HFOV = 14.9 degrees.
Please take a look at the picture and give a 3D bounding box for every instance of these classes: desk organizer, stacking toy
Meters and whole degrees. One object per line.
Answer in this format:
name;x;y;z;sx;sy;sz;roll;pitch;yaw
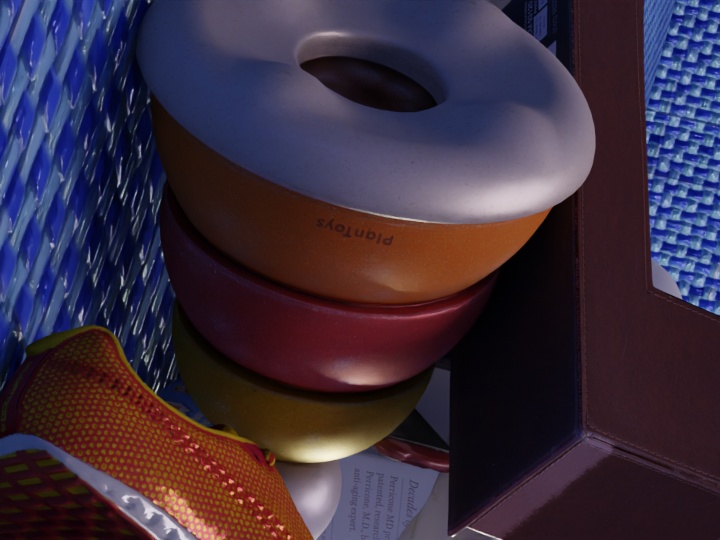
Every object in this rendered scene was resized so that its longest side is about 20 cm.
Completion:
desk organizer;0.081;-0.001;0.910;0.072;0.077;0.200;-43;-145;44
stacking toy;-0.019;0.011;0.889;0.146;0.146;0.200;-62;171;-60

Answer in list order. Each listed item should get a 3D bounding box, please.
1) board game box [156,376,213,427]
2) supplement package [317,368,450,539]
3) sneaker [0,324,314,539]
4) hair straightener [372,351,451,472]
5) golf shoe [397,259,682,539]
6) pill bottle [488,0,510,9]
board game box;-0.070;0.117;1.015;0.200;0.037;0.152;-37;139;-77
supplement package;0.074;0.102;1.122;0.117;0.200;0.117;-62;161;-56
sneaker;-0.032;0.091;0.827;0.200;0.073;0.077;50;39;-32
hair straightener;0.000;0.000;1.008;0.077;0.041;0.200;-67;-155;13
golf shoe;0.077;0.055;1.004;0.200;0.075;0.092;-58;171;-39
pill bottle;0.051;-0.058;1.156;0.200;0.112;0.112;-64;165;-56
